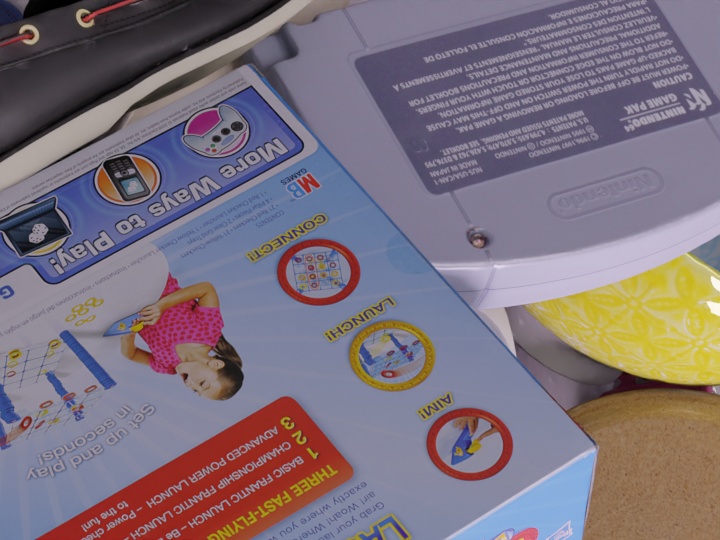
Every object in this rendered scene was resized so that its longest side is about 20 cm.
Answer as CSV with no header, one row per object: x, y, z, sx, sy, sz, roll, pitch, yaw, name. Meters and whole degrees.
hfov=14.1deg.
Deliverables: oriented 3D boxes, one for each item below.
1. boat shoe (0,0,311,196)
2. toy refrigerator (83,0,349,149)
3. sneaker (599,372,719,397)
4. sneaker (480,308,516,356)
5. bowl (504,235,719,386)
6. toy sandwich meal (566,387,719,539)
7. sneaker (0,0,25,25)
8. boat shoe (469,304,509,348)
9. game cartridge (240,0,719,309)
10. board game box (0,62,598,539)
-0.087,-0.083,1.033,0.201,0.074,0.063,-32,93,-38,boat shoe
-0.083,-0.057,1.128,0.070,0.076,0.200,38,70,-31,toy refrigerator
0.159,0.118,1.301,0.087,0.074,0.201,8,72,-45,sneaker
0.000,0.000,1.192,0.085,0.073,0.201,-20,91,-44,sneaker
0.111,-0.015,1.240,0.200,0.200,0.108,19,122,-35,bowl
0.134,0.143,1.214,0.204,0.070,0.206,-1,80,6,toy sandwich meal
-0.177,-0.027,1.047,0.076,0.077,0.200,38,65,-5,sneaker
0.022,0.083,0.993,0.073,0.065,0.200,27,50,-14,boat shoe
0.068,-0.055,1.115,0.200,0.041,0.133,-16,59,-26,game cartridge
-0.061,0.052,0.936,0.200,0.196,0.056,-29,149,-21,board game box
